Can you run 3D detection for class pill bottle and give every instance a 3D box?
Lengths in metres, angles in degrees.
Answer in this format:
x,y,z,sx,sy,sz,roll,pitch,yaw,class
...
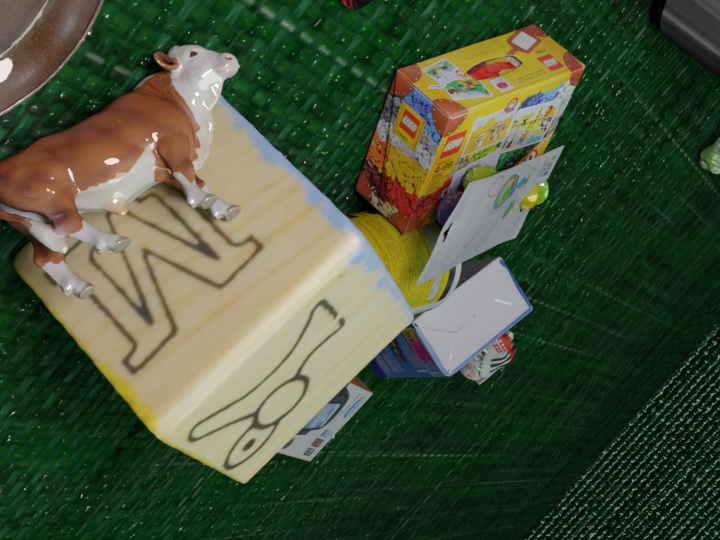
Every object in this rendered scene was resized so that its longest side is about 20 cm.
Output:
x,y,z,sx,sy,sz,roll,pitch,yaw,class
0.000,0.000,1.176,0.200,0.114,0.114,-13,140,-51,pill bottle

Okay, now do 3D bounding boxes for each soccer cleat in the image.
x,y,z,sx,sy,sz,roll,pitch,yaw,class
0.169,0.111,1.680,0.085,0.069,0.200,-49,161,-2,soccer cleat

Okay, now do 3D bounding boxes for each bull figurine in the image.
x,y,z,sx,sy,sz,roll,pitch,yaw,class
-0.155,-0.073,0.822,0.200,0.122,0.065,-32,162,-16,bull figurine

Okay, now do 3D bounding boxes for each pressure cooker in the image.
x,y,z,sx,sy,sz,roll,pitch,yaw,class
0.451,-0.286,1.346,0.178,0.200,0.176,-12,139,-52,pressure cooker

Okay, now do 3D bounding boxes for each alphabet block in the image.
x,y,z,sx,sy,sz,roll,pitch,yaw,class
-0.106,0.016,0.932,0.200,0.196,0.195,-43,154,-4,alphabet block

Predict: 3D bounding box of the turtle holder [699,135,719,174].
x,y,z,sx,sy,sz,roll,pitch,yaw,class
0.637,-0.181,1.880,0.185,0.141,0.132,-29,152,-36,turtle holder

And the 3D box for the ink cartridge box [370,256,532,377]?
x,y,z,sx,sy,sz,roll,pitch,yaw,class
0.080,0.056,1.363,0.136,0.077,0.200,-35,-168,-23,ink cartridge box

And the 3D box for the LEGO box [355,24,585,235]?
x,y,z,sx,sy,sz,roll,pitch,yaw,class
0.106,-0.139,1.171,0.200,0.077,0.149,-25,149,-38,LEGO box

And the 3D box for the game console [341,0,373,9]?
x,y,z,sx,sy,sz,roll,pitch,yaw,class
0.065,-0.305,0.915,0.200,0.031,0.177,-35,158,-22,game console

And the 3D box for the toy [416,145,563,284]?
x,y,z,sx,sy,sz,roll,pitch,yaw,class
0.115,-0.065,1.151,0.200,0.047,0.115,-20,142,-51,toy

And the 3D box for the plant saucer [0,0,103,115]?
x,y,z,sx,sy,sz,roll,pitch,yaw,class
-0.226,-0.160,0.664,0.200,0.032,0.200,-35,154,-20,plant saucer

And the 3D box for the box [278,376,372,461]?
x,y,z,sx,sy,sz,roll,pitch,yaw,class
-0.059,0.165,1.429,0.119,0.041,0.200,-47,154,3,box
